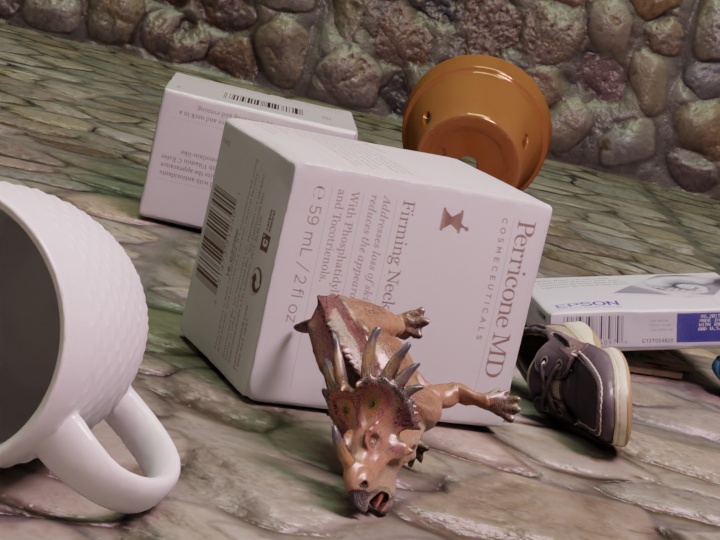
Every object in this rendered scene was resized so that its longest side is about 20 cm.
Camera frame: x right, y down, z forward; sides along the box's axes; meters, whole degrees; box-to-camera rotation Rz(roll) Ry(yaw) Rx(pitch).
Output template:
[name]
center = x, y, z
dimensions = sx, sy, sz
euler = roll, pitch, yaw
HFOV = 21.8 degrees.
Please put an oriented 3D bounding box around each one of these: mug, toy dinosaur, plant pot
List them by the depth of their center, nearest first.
[mug]
center = -0.171, 0.047, 0.986
dimensions = 0.200, 0.148, 0.175
euler = 47, 10, 10
[toy dinosaur]
center = 0.003, 0.060, 1.140
dimensions = 0.135, 0.086, 0.200
euler = 26, 17, -45
[plant pot]
center = 0.145, -0.160, 2.412
dimensions = 0.198, 0.202, 0.140
euler = 14, 27, 2

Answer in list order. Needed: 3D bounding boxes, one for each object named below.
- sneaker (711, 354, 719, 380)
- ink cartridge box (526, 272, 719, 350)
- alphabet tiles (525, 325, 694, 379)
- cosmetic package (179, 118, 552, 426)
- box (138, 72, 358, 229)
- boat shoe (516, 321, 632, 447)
[sneaker]
center = 0.410, 0.088, 1.661
dimensions = 0.198, 0.083, 0.073
euler = 11, 13, -8
[ink cartridge box]
center = 0.245, 0.031, 1.715
dimensions = 0.197, 0.041, 0.200
euler = -2, 11, -8
[alphabet tiles]
center = 0.208, 0.063, 1.742
dimensions = 0.166, 0.008, 0.200
euler = 10, 10, -24
[cosmetic package]
center = 0.000, 0.000, 1.337
dimensions = 0.198, 0.169, 0.166
euler = 8, 11, -24
[box]
center = -0.111, -0.109, 1.893
dimensions = 0.197, 0.132, 0.200
euler = 13, 9, -5
[boat shoe]
center = 0.155, 0.083, 1.397
dimensions = 0.064, 0.073, 0.200
euler = 0, 15, -7
